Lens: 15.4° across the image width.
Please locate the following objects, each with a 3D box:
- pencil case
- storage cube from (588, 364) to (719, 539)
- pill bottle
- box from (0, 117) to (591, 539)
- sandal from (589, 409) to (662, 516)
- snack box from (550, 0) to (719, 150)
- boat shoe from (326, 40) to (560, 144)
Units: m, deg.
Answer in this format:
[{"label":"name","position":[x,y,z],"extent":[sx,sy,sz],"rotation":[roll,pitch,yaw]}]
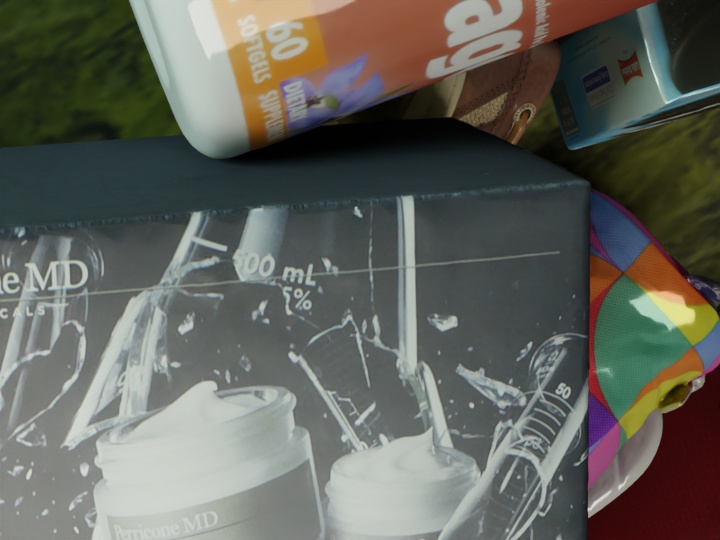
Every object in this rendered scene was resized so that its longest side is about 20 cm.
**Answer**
[{"label":"pencil case","position":[0.037,0.061,0.860],"extent":[0.200,0.088,0.088],"rotation":[-45,138,-2]},{"label":"storage cube","position":[0.140,0.149,0.979],"extent":[0.179,0.172,0.200],"rotation":[-31,140,9]},{"label":"pill bottle","position":[0.032,-0.113,0.691],"extent":[0.199,0.113,0.113],"rotation":[-21,140,-5]},{"label":"box","position":[-0.048,0.062,0.707],"extent":[0.198,0.104,0.184],"rotation":[-6,103,-18]},{"label":"sandal","position":[0.016,0.099,0.931],"extent":[0.206,0.080,0.059],"rotation":[-25,155,6]},{"label":"snack box","position":[0.162,-0.085,0.795],"extent":[0.199,0.037,0.116],"rotation":[-17,179,-10]},{"label":"boat shoe","position":[0.000,0.000,0.830],"extent":[0.072,0.072,0.201],"rotation":[8,123,-31]}]
